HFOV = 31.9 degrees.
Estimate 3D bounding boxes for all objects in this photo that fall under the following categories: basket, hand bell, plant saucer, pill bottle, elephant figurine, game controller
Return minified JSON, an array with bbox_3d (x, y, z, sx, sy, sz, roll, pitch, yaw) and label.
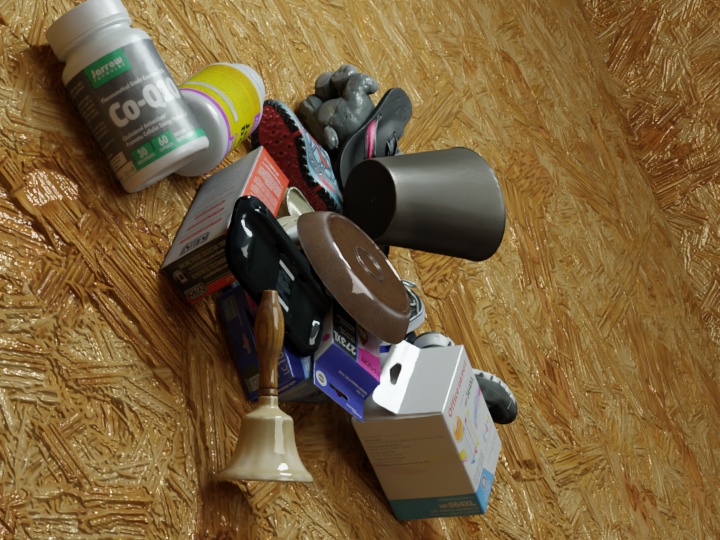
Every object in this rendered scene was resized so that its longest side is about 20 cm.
[{"bbox_3d":[0.084,-0.095,1.776,0.198,0.136,0.182,-2,57,-42],"label":"basket"},{"bbox_3d":[-0.099,0.123,1.344,0.104,0.103,0.203,16,72,-56],"label":"hand bell"},{"bbox_3d":[0.000,0.000,1.548,0.200,0.034,0.201,44,18,-19],"label":"plant saucer"},{"bbox_3d":[-0.184,-0.197,1.576,0.105,0.104,0.200,55,27,-12],"label":"pill bottle"},{"bbox_3d":[0.009,-0.205,1.913,0.141,0.156,0.200,25,-16,48],"label":"elephant figurine"},{"bbox_3d":[-0.092,0.009,1.418,0.201,0.042,0.105,54,42,-42],"label":"game controller"},{"bbox_3d":[-0.265,-0.200,1.421,0.201,0.112,0.113,60,26,-3],"label":"pill bottle"}]

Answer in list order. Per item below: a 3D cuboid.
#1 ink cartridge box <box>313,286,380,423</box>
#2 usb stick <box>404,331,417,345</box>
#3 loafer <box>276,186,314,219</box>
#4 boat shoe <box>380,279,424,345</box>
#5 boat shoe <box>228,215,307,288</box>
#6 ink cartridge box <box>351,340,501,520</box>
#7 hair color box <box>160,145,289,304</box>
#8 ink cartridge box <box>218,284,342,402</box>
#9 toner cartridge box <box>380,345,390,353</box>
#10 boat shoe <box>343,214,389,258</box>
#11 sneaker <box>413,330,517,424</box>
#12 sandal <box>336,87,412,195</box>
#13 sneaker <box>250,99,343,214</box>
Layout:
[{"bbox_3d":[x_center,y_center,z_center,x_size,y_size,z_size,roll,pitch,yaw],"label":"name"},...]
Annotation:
[{"bbox_3d":[-0.017,0.078,1.526,0.095,0.037,0.202,42,33,-34],"label":"ink cartridge box"},{"bbox_3d":[0.100,0.175,1.722,0.202,0.032,0.055,62,33,-5],"label":"usb stick"},{"bbox_3d":[-0.049,-0.033,1.704,0.201,0.068,0.076,58,26,-7],"label":"loafer"},{"bbox_3d":[0.043,0.043,1.710,0.199,0.073,0.069,-29,127,-67],"label":"boat shoe"},{"bbox_3d":[-0.115,-0.022,1.583,0.068,0.075,0.199,39,28,20],"label":"boat shoe"},{"bbox_3d":[0.083,0.195,1.585,0.129,0.124,0.202,-68,142,-48],"label":"ink cartridge box"},{"bbox_3d":[-0.157,-0.057,1.493,0.061,0.101,0.201,52,28,-23],"label":"hair color box"},{"bbox_3d":[-0.089,0.084,1.513,0.199,0.076,0.138,10,56,-57],"label":"ink cartridge box"},{"bbox_3d":[0.043,0.147,1.727,0.199,0.043,0.096,13,54,-58],"label":"toner cartridge box"},{"bbox_3d":[0.007,-0.034,1.821,0.202,0.071,0.067,-90,167,-56],"label":"boat shoe"},{"bbox_3d":[0.140,0.169,1.695,0.200,0.066,0.091,40,37,-31],"label":"sneaker"},{"bbox_3d":[0.027,-0.185,1.814,0.075,0.045,0.201,48,60,-34],"label":"sandal"},{"bbox_3d":[-0.088,-0.151,1.760,0.202,0.078,0.096,63,18,-19],"label":"sneaker"}]
